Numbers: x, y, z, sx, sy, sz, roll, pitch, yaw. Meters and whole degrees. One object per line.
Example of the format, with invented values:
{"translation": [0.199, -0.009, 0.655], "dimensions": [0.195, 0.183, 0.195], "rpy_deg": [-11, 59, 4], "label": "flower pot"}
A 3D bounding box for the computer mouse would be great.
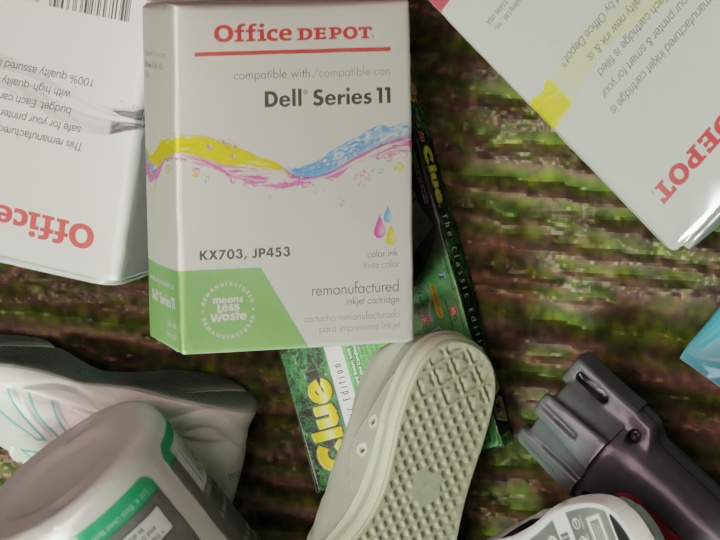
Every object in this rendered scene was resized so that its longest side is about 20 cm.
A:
{"translation": [0.092, 0.151, 1.297], "dimensions": [0.200, 0.044, 0.110], "rpy_deg": [-28, 80, 54], "label": "computer mouse"}

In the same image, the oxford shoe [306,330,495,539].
{"translation": [0.006, 0.122, 1.312], "dimensions": [0.058, 0.075, 0.201], "rpy_deg": [16, 86, 59], "label": "oxford shoe"}

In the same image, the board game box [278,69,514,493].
{"translation": [0.000, 0.000, 1.359], "dimensions": [0.104, 0.023, 0.202], "rpy_deg": [-15, 91, 21], "label": "board game box"}

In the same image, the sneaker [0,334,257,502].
{"translation": [-0.151, 0.082, 1.407], "dimensions": [0.199, 0.070, 0.081], "rpy_deg": [13, 104, 19], "label": "sneaker"}

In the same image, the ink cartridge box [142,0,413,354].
{"translation": [-0.039, -0.067, 1.292], "dimensions": [0.116, 0.067, 0.202], "rpy_deg": [-3, 97, -16], "label": "ink cartridge box"}

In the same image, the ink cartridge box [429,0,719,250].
{"translation": [0.131, -0.131, 1.245], "dimensions": [0.200, 0.083, 0.145], "rpy_deg": [47, 122, 10], "label": "ink cartridge box"}

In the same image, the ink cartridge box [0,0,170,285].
{"translation": [-0.152, -0.107, 1.372], "dimensions": [0.145, 0.084, 0.202], "rpy_deg": [13, 102, 19], "label": "ink cartridge box"}

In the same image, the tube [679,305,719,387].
{"translation": [0.225, -0.019, 1.257], "dimensions": [0.077, 0.050, 0.201], "rpy_deg": [38, 113, 22], "label": "tube"}

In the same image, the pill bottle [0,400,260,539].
{"translation": [-0.087, 0.172, 1.341], "dimensions": [0.113, 0.113, 0.200], "rpy_deg": [-29, 108, 22], "label": "pill bottle"}

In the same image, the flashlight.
{"translation": [0.158, 0.132, 1.295], "dimensions": [0.200, 0.068, 0.068], "rpy_deg": [42, 83, 15], "label": "flashlight"}
